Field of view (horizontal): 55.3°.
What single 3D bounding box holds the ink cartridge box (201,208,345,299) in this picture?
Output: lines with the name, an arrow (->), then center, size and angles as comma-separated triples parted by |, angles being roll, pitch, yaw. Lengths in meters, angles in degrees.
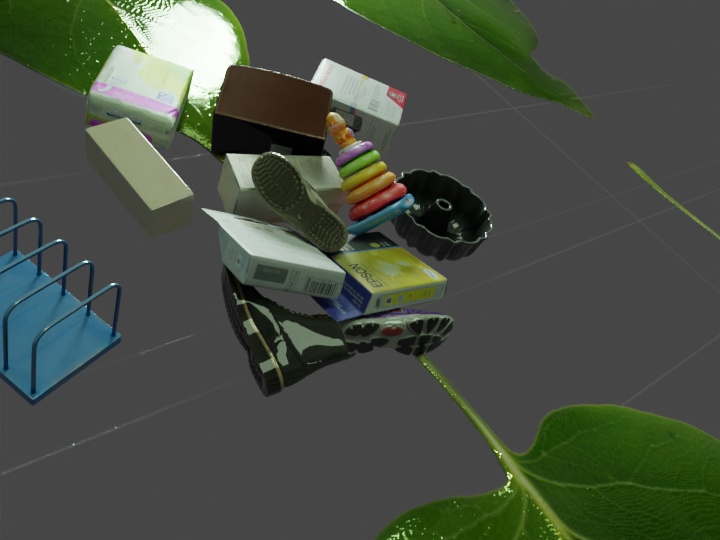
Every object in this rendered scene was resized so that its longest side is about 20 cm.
ink cartridge box -> -0.136, -0.027, 1.009 | 0.158, 0.048, 0.200 | 11, 16, -37

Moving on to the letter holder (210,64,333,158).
letter holder -> -0.159, -0.277, 1.254 | 0.197, 0.101, 0.144 | 12, 56, -8

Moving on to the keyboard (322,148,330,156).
keyboard -> -0.150, -0.279, 1.343 | 0.199, 0.040, 0.104 | 41, 42, 17

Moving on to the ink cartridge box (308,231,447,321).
ink cartridge box -> 0.000, 0.000, 1.082 | 0.198, 0.048, 0.197 | -7, 31, -34

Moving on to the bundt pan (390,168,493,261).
bundt pan -> 0.140, -0.095, 1.272 | 0.199, 0.076, 0.204 | 14, 43, -13

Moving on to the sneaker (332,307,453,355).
sneaker -> 0.051, 0.074, 1.054 | 0.197, 0.081, 0.084 | 5, 38, -22

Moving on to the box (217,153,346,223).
box -> -0.134, -0.140, 1.176 | 0.197, 0.078, 0.096 | -3, 49, -29

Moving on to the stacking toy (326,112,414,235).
stacking toy -> -0.002, -0.172, 1.144 | 0.202, 0.109, 0.116 | 63, 24, -5

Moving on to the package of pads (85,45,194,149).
package of pads -> -0.395, -0.313, 1.231 | 0.152, 0.069, 0.202 | 16, 41, -13

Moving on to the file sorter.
file sorter -> -0.407, 0.027, 0.831 | 0.199, 0.123, 0.139 | 35, 41, 11

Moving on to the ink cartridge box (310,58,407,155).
ink cartridge box -> -0.012, -0.345, 1.447 | 0.198, 0.086, 0.149 | 21, 41, -3

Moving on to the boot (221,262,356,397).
boot -> -0.106, 0.065, 0.966 | 0.137, 0.078, 0.202 | -17, 69, -23

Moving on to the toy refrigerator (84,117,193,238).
toy refrigerator -> -0.350, -0.146, 1.083 | 0.075, 0.070, 0.200 | -28, 63, -36

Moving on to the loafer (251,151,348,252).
loafer -> -0.097, -0.101, 1.084 | 0.076, 0.068, 0.200 | -41, 80, -4
